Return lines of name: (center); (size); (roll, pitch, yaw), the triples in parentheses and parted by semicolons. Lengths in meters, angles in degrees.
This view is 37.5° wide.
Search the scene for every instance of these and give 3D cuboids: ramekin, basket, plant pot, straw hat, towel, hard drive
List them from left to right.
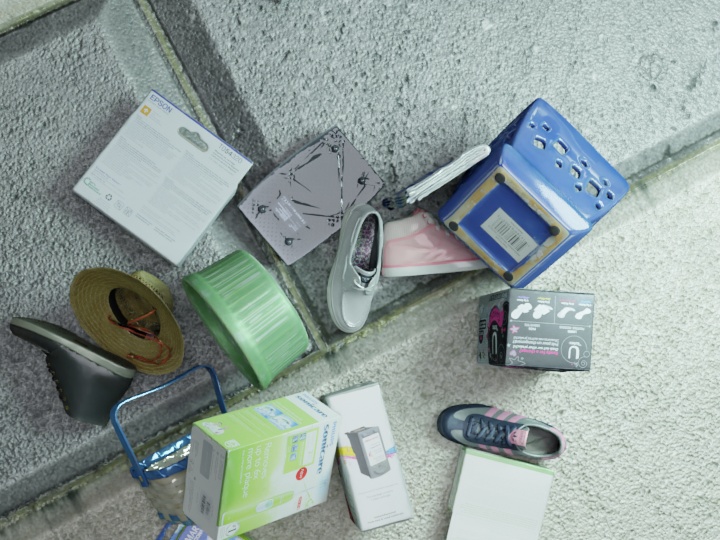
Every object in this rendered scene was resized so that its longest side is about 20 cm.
straw hat: (-0.325, 0.053, 1.575); (0.201, 0.201, 0.085); (36, 45, -2)
basket: (-0.255, 0.255, 1.527); (0.176, 0.139, 0.200); (-22, 100, -39)
ramekin: (-0.163, 0.067, 1.544); (0.098, 0.200, 0.200); (-36, 90, -15)
hard drive: (-0.076, -0.114, 1.641); (0.200, 0.042, 0.135); (-41, 91, -7)
towel: (0.109, -0.138, 1.583); (0.147, 0.200, 0.024); (-33, 95, -7)
plant pot: (0.245, -0.099, 1.564); (0.200, 0.200, 0.180); (44, 41, 0)

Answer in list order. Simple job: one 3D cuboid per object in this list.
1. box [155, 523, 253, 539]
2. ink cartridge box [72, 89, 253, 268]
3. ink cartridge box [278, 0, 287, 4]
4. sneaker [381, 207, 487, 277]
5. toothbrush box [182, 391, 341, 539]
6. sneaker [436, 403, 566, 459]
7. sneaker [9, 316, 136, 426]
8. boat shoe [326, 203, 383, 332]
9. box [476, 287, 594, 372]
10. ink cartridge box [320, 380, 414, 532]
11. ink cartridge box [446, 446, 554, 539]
box: (-0.213, 0.442, 1.581); (0.200, 0.048, 0.122); (34, 83, -3)
ink cartridge box: (-0.299, -0.140, 1.620); (0.196, 0.043, 0.200); (37, 81, -1)
ink cartridge box: (-0.056, -0.506, 1.622); (0.200, 0.145, 0.084); (-29, 90, -7)
sneaker: (0.129, -0.048, 1.640); (0.200, 0.075, 0.105); (-4, 91, -2)
toothbrush box: (-0.135, 0.267, 1.464); (0.200, 0.086, 0.146); (-11, 119, -44)
sneaker: (0.219, 0.246, 1.624); (0.200, 0.082, 0.070); (9, 85, -5)
sneaker: (-0.443, 0.149, 1.566); (0.200, 0.075, 0.106); (27, 91, 2)
boat shoe: (0.000, 0.000, 1.612); (0.072, 0.069, 0.200); (11, 96, -21)
box: (0.255, 0.092, 1.580); (0.132, 0.200, 0.115); (4, 84, -5)
ink cartridge box: (0.007, 0.271, 1.567); (0.086, 0.148, 0.200); (-15, 86, -7)
ink cartridge box: (0.204, 0.385, 1.629); (0.145, 0.048, 0.200); (15, 85, -5)
